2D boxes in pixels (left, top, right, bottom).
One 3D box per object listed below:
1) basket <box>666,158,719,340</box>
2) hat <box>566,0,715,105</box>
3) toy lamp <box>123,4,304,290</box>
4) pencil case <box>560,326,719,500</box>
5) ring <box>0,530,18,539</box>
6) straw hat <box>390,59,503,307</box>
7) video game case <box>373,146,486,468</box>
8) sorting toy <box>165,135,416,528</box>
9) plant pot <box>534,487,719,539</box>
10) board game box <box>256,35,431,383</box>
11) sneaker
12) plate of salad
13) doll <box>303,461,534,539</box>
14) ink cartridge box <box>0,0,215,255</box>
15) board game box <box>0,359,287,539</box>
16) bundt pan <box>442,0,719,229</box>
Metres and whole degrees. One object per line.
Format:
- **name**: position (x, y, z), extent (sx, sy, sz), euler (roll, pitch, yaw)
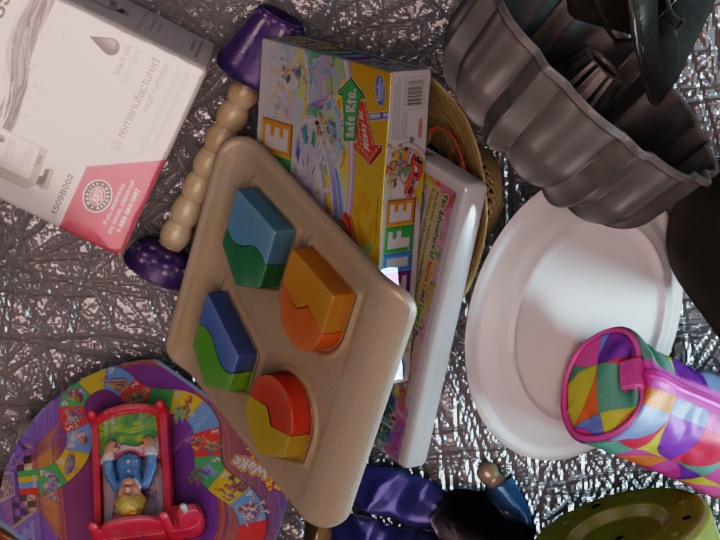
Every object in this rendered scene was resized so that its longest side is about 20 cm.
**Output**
- **basket**: position (0.282, -0.007, 1.335), extent (0.135, 0.200, 0.181), euler (27, 96, -16)
- **hat**: position (0.168, -0.203, 1.309), extent (0.080, 0.200, 0.202), euler (7, 108, 23)
- **toy lamp**: position (-0.095, -0.084, 1.405), extent (0.058, 0.058, 0.201), euler (26, 108, -6)
- **pencil case**: position (0.226, 0.103, 1.402), extent (0.199, 0.088, 0.089), euler (20, 108, -36)
- **ring**: position (-0.290, 0.264, 1.503), extent (0.199, 0.019, 0.202), euler (5, 118, 10)
- **straw hat**: position (0.048, -0.049, 1.385), extent (0.085, 0.201, 0.203), euler (-9, 111, -38)
- **video game case**: position (0.000, 0.000, 1.368), extent (0.024, 0.182, 0.201), euler (-8, 120, -39)
- **sorting toy**: position (-0.056, 0.039, 1.340), extent (0.036, 0.200, 0.186), euler (-8, 128, -39)
- **plant pot**: position (0.202, 0.261, 1.428), extent (0.199, 0.200, 0.194), euler (-16, 104, 6)
- **board game box**: position (-0.017, -0.040, 1.334), extent (0.034, 0.134, 0.202), euler (-8, 108, -38)
- **sneaker**: position (-0.190, 0.126, 1.458), extent (0.199, 0.073, 0.085), euler (-34, 106, 12)
- **plate of salad**: position (0.141, 0.029, 1.405), extent (0.199, 0.048, 0.202), euler (-13, 112, -35)
- **doll**: position (0.061, 0.199, 1.488), extent (0.199, 0.048, 0.137), euler (17, 98, -10)
- **ink cartridge box**: position (-0.216, -0.122, 1.380), extent (0.199, 0.083, 0.147), euler (25, 106, -6)
- **board game box**: position (-0.147, 0.138, 1.383), extent (0.199, 0.039, 0.158), euler (34, 70, 23)
- **bundt pan**: position (0.130, -0.105, 1.310), extent (0.202, 0.202, 0.076), euler (39, 113, -10)
